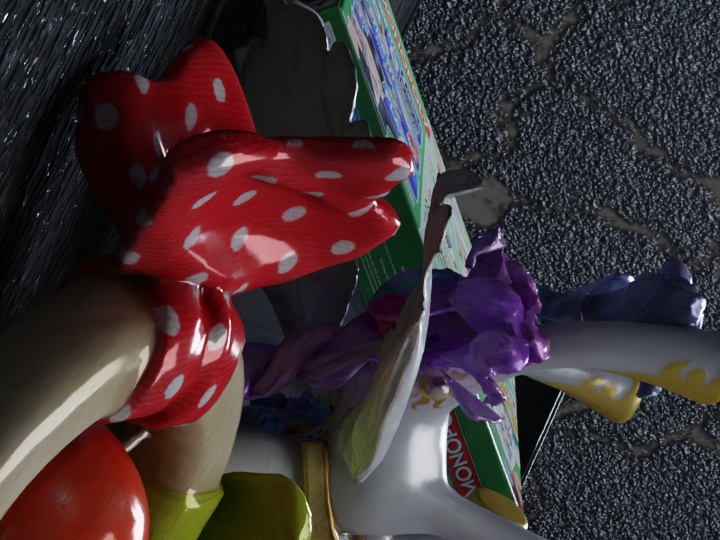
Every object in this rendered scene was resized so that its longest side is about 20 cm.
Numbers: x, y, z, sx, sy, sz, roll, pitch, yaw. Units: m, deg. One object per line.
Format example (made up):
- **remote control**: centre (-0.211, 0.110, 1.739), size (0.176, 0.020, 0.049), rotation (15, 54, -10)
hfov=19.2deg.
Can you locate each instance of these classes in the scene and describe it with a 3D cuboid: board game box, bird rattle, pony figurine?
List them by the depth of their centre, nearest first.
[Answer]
- **bird rattle**: centre (-0.060, 0.049, 0.515), size (0.163, 0.112, 0.201), rotation (-42, 164, -39)
- **pony figurine**: centre (0.013, 0.032, 0.668), size (0.167, 0.198, 0.194), rotation (-120, -135, -56)
- **board game box**: centre (0.017, -0.017, 0.789), size (0.135, 0.029, 0.201), rotation (-84, 155, -70)

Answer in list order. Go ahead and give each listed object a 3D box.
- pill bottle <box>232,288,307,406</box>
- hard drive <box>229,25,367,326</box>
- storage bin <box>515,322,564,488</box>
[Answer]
- **pill bottle**: centre (-0.071, 0.102, 0.812), size (0.111, 0.110, 0.202), rotation (119, -12, -78)
- **hard drive**: centre (0.000, 0.000, 0.832), size (0.026, 0.201, 0.132), rotation (-17, -171, 9)
- **storage bin**: centre (-0.005, 0.053, 1.093), size (0.136, 0.199, 0.094), rotation (-63, -179, -22)
